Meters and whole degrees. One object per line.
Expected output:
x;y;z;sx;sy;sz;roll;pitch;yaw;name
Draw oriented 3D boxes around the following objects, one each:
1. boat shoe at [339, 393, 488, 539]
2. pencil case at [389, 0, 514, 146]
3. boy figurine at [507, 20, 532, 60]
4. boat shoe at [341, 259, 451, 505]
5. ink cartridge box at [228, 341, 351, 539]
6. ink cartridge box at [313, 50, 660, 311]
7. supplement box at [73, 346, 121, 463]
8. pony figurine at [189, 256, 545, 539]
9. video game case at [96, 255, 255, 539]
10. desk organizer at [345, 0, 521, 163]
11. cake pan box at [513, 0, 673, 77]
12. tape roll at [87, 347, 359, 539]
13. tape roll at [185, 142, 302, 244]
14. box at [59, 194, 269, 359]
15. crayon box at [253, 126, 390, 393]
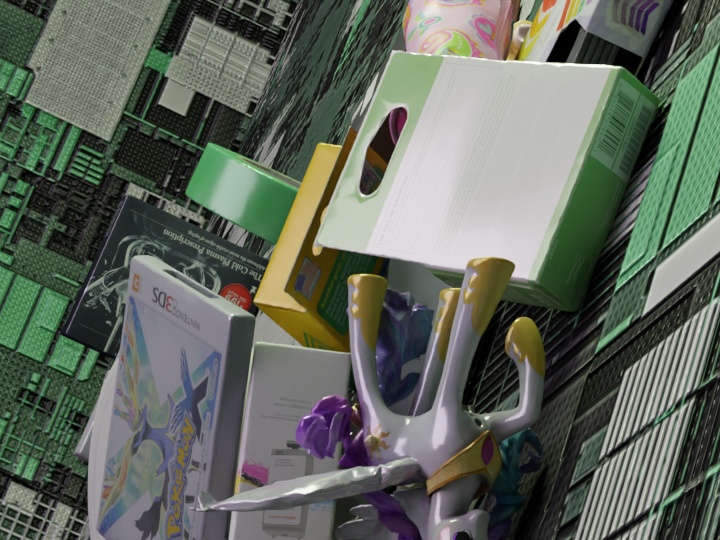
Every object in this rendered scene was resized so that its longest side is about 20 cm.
0.019;0.166;1.510;0.203;0.060;0.072;-63;9;18;boat shoe
0.066;-0.134;1.672;0.088;0.087;0.200;-61;10;26;pencil case
0.102;-0.140;1.847;0.200;0.064;0.125;-86;19;-58;boy figurine
0.039;0.067;1.661;0.068;0.071;0.202;30;-112;-66;boat shoe
-0.049;0.157;1.586;0.117;0.067;0.202;102;175;-78;ink cartridge box
0.075;-0.059;1.516;0.199;0.048;0.146;9;72;48;ink cartridge box
-0.112;0.136;1.916;0.109;0.199;0.061;-66;7;-9;supplement box
0.023;0.103;1.378;0.192;0.166;0.202;-7;70;46;pony figurine
-0.127;0.106;1.636;0.182;0.022;0.202;26;111;61;video game case
0.059;-0.163;2.116;0.200;0.077;0.072;-58;11;41;desk organizer
0.140;-0.130;1.634;0.200;0.052;0.185;-96;30;-74;cake pan box
-0.101;0.155;1.760;0.202;0.138;0.205;-7;83;64;tape roll
-0.044;-0.041;1.995;0.048;0.199;0.200;-64;9;4;tape roll
-0.229;0.035;2.904;0.183;0.199;0.104;-66;9;-5;box
0.000;0.000;1.690;0.051;0.200;0.126;10;68;35;crayon box
